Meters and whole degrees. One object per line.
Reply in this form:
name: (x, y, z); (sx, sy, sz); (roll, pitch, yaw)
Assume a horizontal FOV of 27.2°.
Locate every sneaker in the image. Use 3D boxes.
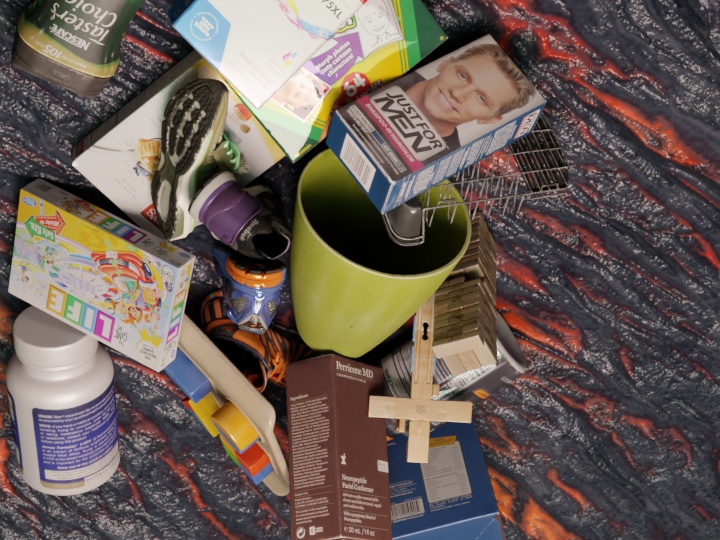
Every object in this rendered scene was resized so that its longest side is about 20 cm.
sneaker: (-0.123, 0.018, 1.569); (0.075, 0.200, 0.079); (7, 97, -7)
sneaker: (-0.101, 0.112, 1.682); (0.199, 0.112, 0.078); (33, 115, -26)
sneaker: (-0.152, -0.117, 1.501); (0.088, 0.077, 0.201); (-13, 146, -32)
sneaker: (-0.107, -0.038, 1.528); (0.087, 0.200, 0.076); (41, 97, 13)

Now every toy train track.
toy train track: (0.067, 0.111, 1.649); (0.114, 0.033, 0.202); (4, 86, -6)

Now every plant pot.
plant pot: (0.000, 0.000, 1.597); (0.186, 0.188, 0.201); (8, 137, -13)

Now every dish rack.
dish rack: (0.110, -0.111, 1.536); (0.199, 0.154, 0.055); (-9, 144, -13)

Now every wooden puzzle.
wooden puzzle: (-0.153, 0.153, 1.631); (0.046, 0.185, 0.200); (-37, 154, -18)

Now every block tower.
block tower: (0.113, 0.026, 1.601); (0.054, 0.201, 0.058); (-18, 126, 20)

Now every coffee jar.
coffee jar: (-0.255, -0.265, 1.420); (0.104, 0.086, 0.201); (21, 119, -21)

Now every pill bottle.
pill bottle: (0.083, 0.123, 1.721); (0.199, 0.106, 0.106); (-33, 122, 15)
pill bottle: (-0.333, 0.140, 1.664); (0.119, 0.120, 0.201); (-2, 125, -7)

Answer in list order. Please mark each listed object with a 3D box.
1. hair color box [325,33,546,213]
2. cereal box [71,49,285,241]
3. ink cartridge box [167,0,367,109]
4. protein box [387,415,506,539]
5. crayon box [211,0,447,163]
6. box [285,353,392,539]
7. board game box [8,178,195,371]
hair color box: (0.076, -0.148, 1.479); (0.199, 0.100, 0.061); (-29, 161, -26)
cereal box: (-0.180, -0.130, 1.550); (0.200, 0.040, 0.144); (-36, 121, 16)
ink cartridge box: (-0.068, -0.263, 1.373); (0.200, 0.067, 0.116); (-45, 112, 7)
protein box: (0.062, 0.285, 1.770); (0.197, 0.200, 0.136); (-14, 126, 2)
crayon box: (-0.045, -0.236, 1.458); (0.200, 0.058, 0.173); (-39, 116, 5)
box: (-0.023, 0.201, 1.628); (0.075, 0.201, 0.100); (-17, 159, 33)
board game box: (-0.275, 0.004, 1.568); (0.199, 0.034, 0.135); (25, 124, 16)
